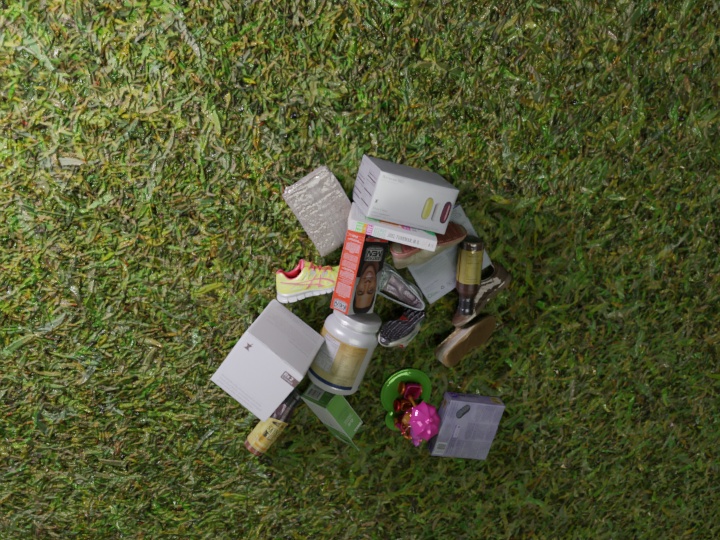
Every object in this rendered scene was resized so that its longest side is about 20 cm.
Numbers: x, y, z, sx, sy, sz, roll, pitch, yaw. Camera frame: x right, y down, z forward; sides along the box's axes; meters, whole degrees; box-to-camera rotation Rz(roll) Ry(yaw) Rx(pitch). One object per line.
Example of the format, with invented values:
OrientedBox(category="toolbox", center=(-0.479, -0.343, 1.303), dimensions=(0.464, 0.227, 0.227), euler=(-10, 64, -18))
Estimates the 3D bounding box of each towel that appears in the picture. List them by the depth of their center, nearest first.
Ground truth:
OrientedBox(category="towel", center=(-0.086, -0.140, 1.676), dimensions=(0.132, 0.035, 0.201), euler=(-31, 119, 0))

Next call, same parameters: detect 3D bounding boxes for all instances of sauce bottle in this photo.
OrientedBox(category="sauce bottle", center=(0.272, 0.015, 1.780), dimensions=(0.064, 0.065, 0.202), euler=(-4, 114, -14))
OrientedBox(category="sauce bottle", center=(-0.223, 0.394, 1.850), dimensions=(0.066, 0.066, 0.200), euler=(34, 99, -25))

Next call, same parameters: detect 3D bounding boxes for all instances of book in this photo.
OrientedBox(category="book", center=(0.071, -0.095, 1.620), dimensions=(0.198, 0.134, 0.048), euler=(14, 107, -5))

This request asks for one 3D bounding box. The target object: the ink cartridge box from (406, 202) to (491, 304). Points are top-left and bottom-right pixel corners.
OrientedBox(category="ink cartridge box", center=(0.208, -0.046, 1.795), dimensions=(0.199, 0.041, 0.201), euler=(-33, 116, -1))

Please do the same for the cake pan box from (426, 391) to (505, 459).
OrientedBox(category="cake pan box", center=(0.302, 0.452, 2.032), dimensions=(0.183, 0.052, 0.201), euler=(9, 110, -17))

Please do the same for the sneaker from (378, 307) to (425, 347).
OrientedBox(category="sneaker", center=(0.103, 0.166, 1.792), dimensions=(0.070, 0.200, 0.094), euler=(22, 119, 20))

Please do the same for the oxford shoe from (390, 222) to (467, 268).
OrientedBox(category="oxford shoe", center=(0.166, -0.061, 1.728), dimensions=(0.198, 0.071, 0.074), euler=(-16, 139, -9))

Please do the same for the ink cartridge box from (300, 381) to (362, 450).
OrientedBox(category="ink cartridge box", center=(-0.062, 0.380, 1.853), dimensions=(0.059, 0.103, 0.201), euler=(-51, 130, -23))

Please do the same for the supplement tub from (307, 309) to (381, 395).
OrientedBox(category="supplement tub", center=(-0.038, 0.194, 1.771), dimensions=(0.143, 0.145, 0.201), euler=(16, 107, -21))

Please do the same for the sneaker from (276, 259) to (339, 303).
OrientedBox(category="sneaker", center=(-0.113, 0.012, 1.711), dimensions=(0.199, 0.078, 0.091), euler=(-17, 109, -10))

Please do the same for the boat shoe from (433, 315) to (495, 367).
OrientedBox(category="boat shoe", center=(0.277, 0.177, 1.895), dimensions=(0.199, 0.069, 0.074), euler=(-33, 123, -24))

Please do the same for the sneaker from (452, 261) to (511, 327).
OrientedBox(category="sneaker", center=(0.304, 0.060, 1.864), dimensions=(0.200, 0.070, 0.076), euler=(-44, 98, 2))

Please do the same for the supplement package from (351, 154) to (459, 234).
OrientedBox(category="supplement package", center=(0.101, -0.178, 1.642), dimensions=(0.198, 0.156, 0.112), euler=(11, 109, -19))

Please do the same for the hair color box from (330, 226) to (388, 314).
OrientedBox(category="hair color box", center=(0.000, 0.000, 1.682), dimensions=(0.101, 0.061, 0.202), euler=(-1, 107, -51))

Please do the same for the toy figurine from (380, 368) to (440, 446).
OrientedBox(category="toy figurine", center=(0.141, 0.395, 1.886), dimensions=(0.149, 0.184, 0.201), euler=(8, 111, -19))

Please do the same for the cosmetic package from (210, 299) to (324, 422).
OrientedBox(category="cosmetic package", center=(-0.213, 0.207, 1.657), dimensions=(0.165, 0.200, 0.165), euler=(39, 113, -2))

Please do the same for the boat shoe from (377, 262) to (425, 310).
OrientedBox(category="boat shoe", center=(0.079, 0.038, 1.780), dimensions=(0.201, 0.065, 0.075), euler=(34, 100, -23))
